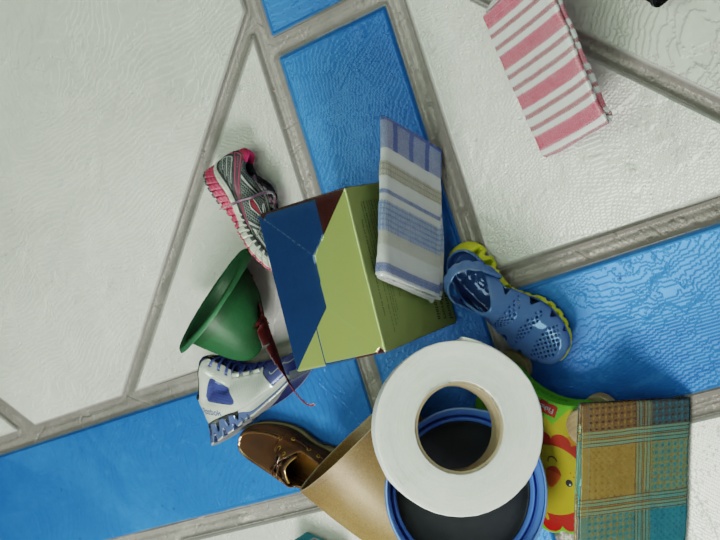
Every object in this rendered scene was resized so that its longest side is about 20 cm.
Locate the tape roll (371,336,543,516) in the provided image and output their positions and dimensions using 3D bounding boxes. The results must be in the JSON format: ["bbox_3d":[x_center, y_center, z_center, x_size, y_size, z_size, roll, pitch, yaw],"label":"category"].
[{"bbox_3d":[0.112,0.184,1.415,0.199,0.071,0.206,0,83,-3],"label":"tape roll"}]

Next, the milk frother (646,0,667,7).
[{"bbox_3d":[0.275,-0.418,1.303,0.187,0.180,0.202,29,107,22],"label":"milk frother"}]

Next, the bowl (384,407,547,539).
[{"bbox_3d":[0.126,0.268,1.460,0.197,0.039,0.204,0,83,-4],"label":"bowl"}]

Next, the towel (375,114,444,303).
[{"bbox_3d":[0.059,-0.072,1.470,0.024,0.146,0.204,-8,74,32],"label":"towel"}]

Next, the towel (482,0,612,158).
[{"bbox_3d":[0.219,-0.243,1.405,0.203,0.030,0.146,67,158,1],"label":"towel"}]

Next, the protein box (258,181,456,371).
[{"bbox_3d":[0.000,0.000,1.514,0.133,0.199,0.202,-14,91,31],"label":"protein box"}]

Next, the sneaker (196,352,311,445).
[{"bbox_3d":[-0.173,0.156,1.711,0.199,0.080,0.116,-38,81,31],"label":"sneaker"}]

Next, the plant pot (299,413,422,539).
[{"bbox_3d":[0.055,0.292,1.557,0.200,0.186,0.186,47,118,2],"label":"plant pot"}]

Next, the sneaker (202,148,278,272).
[{"bbox_3d":[-0.137,-0.075,1.657,0.074,0.081,0.201,-35,84,9],"label":"sneaker"}]

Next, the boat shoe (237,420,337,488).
[{"bbox_3d":[-0.095,0.265,1.689,0.198,0.067,0.073,17,106,27],"label":"boat shoe"}]

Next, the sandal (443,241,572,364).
[{"bbox_3d":[0.172,0.046,1.489,0.199,0.087,0.080,38,112,18],"label":"sandal"}]

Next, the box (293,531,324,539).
[{"bbox_3d":[-0.069,0.485,1.721,0.081,0.049,0.203,15,105,28],"label":"box"}]

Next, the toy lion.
[{"bbox_3d":[0.227,0.224,1.505,0.198,0.068,0.194,27,118,24],"label":"toy lion"}]

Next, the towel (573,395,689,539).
[{"bbox_3d":[0.321,0.252,1.426,0.144,0.022,0.204,-2,97,-13],"label":"towel"}]

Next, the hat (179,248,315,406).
[{"bbox_3d":[-0.139,0.096,1.673,0.175,0.201,0.166,35,137,-12],"label":"hat"}]
